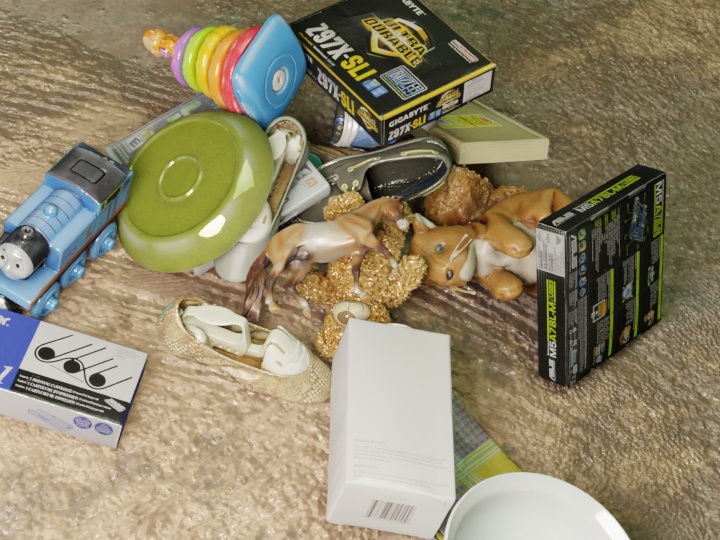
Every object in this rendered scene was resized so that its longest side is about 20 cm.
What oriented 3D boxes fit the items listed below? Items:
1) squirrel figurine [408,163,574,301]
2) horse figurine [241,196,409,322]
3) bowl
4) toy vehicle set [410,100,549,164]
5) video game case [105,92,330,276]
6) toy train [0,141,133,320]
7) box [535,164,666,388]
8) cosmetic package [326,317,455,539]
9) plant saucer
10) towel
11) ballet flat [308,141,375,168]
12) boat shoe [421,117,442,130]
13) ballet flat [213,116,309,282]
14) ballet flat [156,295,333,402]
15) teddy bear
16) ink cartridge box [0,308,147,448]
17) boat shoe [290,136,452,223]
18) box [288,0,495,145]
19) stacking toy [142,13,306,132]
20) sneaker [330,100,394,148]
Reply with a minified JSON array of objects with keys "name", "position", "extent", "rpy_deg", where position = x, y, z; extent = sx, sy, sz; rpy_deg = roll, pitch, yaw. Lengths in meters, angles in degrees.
[{"name":"squirrel figurine","position":[0.137,-0.035,1.459],"extent":[0.187,0.142,0.200],"rpy_deg":[-10,35,-12]},{"name":"horse figurine","position":[-0.039,-0.013,1.308],"extent":[0.200,0.050,0.133],"rpy_deg":[-17,48,4]},{"name":"bowl","position":[0.159,0.298,1.176],"extent":[0.201,0.090,0.201],"rpy_deg":[12,47,-13]},{"name":"toy vehicle set","position":[0.132,-0.178,1.572],"extent":[0.124,0.027,0.200],"rpy_deg":[-5,24,-24]},{"name":"video game case","position":[-0.164,-0.114,1.423],"extent":[0.182,0.023,0.200],"rpy_deg":[-33,65,-15]},{"name":"toy train","position":[-0.314,-0.038,1.278],"extent":[0.087,0.114,0.200],"rpy_deg":[29,46,6]},{"name":"box","position":[0.274,0.005,1.413],"extent":[0.048,0.200,0.193],"rpy_deg":[20,37,39]},{"name":"cosmetic package","position":[0.030,0.152,1.237],"extent":[0.113,0.081,0.200],"rpy_deg":[12,47,-10]},{"name":"plant saucer","position":[-0.188,-0.094,1.347],"extent":[0.200,0.031,0.200],"rpy_deg":[-12,59,21]},{"name":"towel","position":[0.083,0.195,1.288],"extent":[0.144,0.023,0.200],"rpy_deg":[-24,62,-35]},{"name":"ballet flat","position":[-0.042,-0.127,1.496],"extent":[0.200,0.068,0.072],"rpy_deg":[4,31,-5]},{"name":"boat shoe","position":[0.089,-0.232,1.521],"extent":[0.075,0.086,0.202],"rpy_deg":[40,19,-4]},{"name":"ballet flat","position":[-0.112,-0.083,1.357],"extent":[0.067,0.064,0.200],"rpy_deg":[18,64,9]},{"name":"ballet flat","position":[-0.113,0.079,1.285],"extent":[0.200,0.065,0.071],"rpy_deg":[18,48,-5]},{"name":"teddy bear","position":[0.000,0.000,1.358],"extent":[0.145,0.067,0.200],"rpy_deg":[25,65,3]},{"name":"ink cartridge box","position":[-0.316,0.097,1.206],"extent":[0.200,0.044,0.094],"rpy_deg":[17,45,-6]},{"name":"boat shoe","position":[0.009,-0.098,1.436],"extent":[0.202,0.072,0.060],"rpy_deg":[-21,19,2]},{"name":"box","position":[0.032,-0.245,1.445],"extent":[0.160,0.049,0.200],"rpy_deg":[-29,55,-20]},{"name":"stacking toy","position":[-0.173,-0.242,1.433],"extent":[0.200,0.116,0.110],"rpy_deg":[21,68,25]},{"name":"sneaker","position":[0.007,-0.182,1.523],"extent":[0.077,0.076,0.200],"rpy_deg":[10,19,-1]}]
